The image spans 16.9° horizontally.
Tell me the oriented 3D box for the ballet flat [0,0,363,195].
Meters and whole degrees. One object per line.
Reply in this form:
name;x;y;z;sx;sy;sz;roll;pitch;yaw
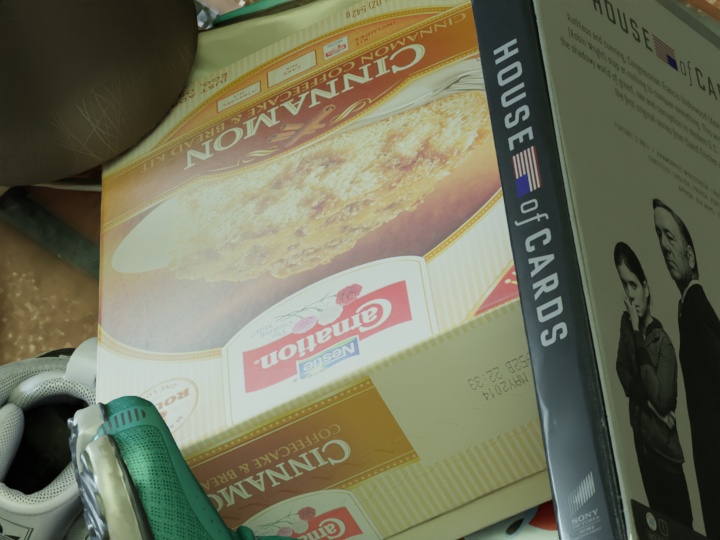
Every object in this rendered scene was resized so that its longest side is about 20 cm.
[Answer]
ballet flat;-0.053;-0.064;0.866;0.200;0.069;0.070;-12;70;4

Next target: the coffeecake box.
coffeecake box;0.000;0.000;0.757;0.153;0.073;0.200;-24;33;11

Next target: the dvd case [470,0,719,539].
dvd case;0.089;0.007;0.661;0.025;0.150;0.200;-26;56;29

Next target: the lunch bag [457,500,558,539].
lunch bag;0.124;0.109;0.750;0.170;0.124;0.200;-38;74;-10

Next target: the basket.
basket;-0.126;-0.127;0.752;0.136;0.200;0.180;-29;55;-8

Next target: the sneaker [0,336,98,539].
sneaker;-0.132;0.105;0.776;0.075;0.115;0.200;32;75;-1

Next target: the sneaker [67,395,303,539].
sneaker;-0.012;0.104;0.665;0.080;0.200;0.078;-35;27;2
